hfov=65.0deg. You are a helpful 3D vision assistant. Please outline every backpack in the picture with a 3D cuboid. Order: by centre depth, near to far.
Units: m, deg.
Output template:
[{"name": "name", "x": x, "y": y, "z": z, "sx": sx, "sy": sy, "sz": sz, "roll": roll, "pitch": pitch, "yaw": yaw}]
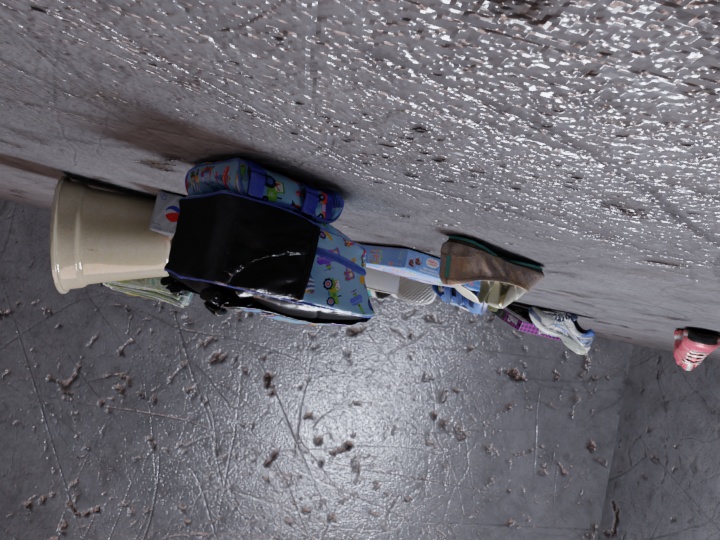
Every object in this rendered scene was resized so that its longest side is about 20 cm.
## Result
[{"name": "backpack", "x": -0.077, "y": -0.017, "z": 0.571, "sx": 0.198, "sy": 0.137, "sz": 0.182, "roll": 15, "pitch": 176, "yaw": -32}]

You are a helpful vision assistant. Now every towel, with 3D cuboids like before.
[{"name": "towel", "x": -0.392, "y": -0.035, "z": 1.119, "sx": 0.168, "sy": 0.203, "sz": 0.048, "roll": 14, "pitch": 150, "yaw": -3}]

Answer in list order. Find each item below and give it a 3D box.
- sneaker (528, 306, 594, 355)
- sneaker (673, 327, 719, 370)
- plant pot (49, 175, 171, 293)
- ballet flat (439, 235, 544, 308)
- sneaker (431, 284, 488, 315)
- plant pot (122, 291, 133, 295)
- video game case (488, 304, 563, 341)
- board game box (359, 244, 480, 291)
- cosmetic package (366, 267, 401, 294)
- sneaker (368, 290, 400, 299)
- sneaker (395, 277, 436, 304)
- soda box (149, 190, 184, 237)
[{"name": "sneaker", "x": 0.584, "y": 0.151, "z": 1.632, "sx": 0.199, "sy": 0.086, "sz": 0.077, "roll": 33, "pitch": -151, "yaw": 18}, {"name": "sneaker", "x": 0.726, "y": 0.175, "z": 1.222, "sx": 0.073, "sy": 0.088, "sz": 0.200, "roll": 10, "pitch": 176, "yaw": 21}, {"name": "plant pot", "x": -0.431, "y": -0.058, "z": 1.007, "sx": 0.180, "sy": 0.204, "sz": 0.200, "roll": 2, "pitch": 180, "yaw": -17}, {"name": "ballet flat", "x": 0.164, "y": 0.010, "z": 0.716, "sx": 0.198, "sy": 0.068, "sz": 0.068, "roll": 15, "pitch": 177, "yaw": -40}, {"name": "sneaker", "x": 0.198, "y": 0.041, "z": 1.106, "sx": 0.081, "sy": 0.075, "sz": 0.200, "roll": 15, "pitch": 176, "yaw": -9}, {"name": "plant pot", "x": -0.518, "y": -0.058, "z": 1.340, "sx": 0.198, "sy": 0.204, "sz": 0.189, "roll": 13, "pitch": 161, "yaw": -18}, {"name": "video game case", "x": 0.512, "y": 0.152, "z": 1.753, "sx": 0.197, "sy": 0.036, "sz": 0.181, "roll": 15, "pitch": -166, "yaw": -27}, {"name": "board game box", "x": 0.101, "y": -0.004, "z": 1.006, "sx": 0.198, "sy": 0.037, "sz": 0.150, "roll": 14, "pitch": 176, "yaw": -39}, {"name": "cosmetic package", "x": 0.000, "y": 0.000, "z": 1.179, "sx": 0.104, "sy": 0.072, "sz": 0.200, "roll": 14, "pitch": 177, "yaw": -20}, {"name": "sneaker", "x": 0.044, "y": 0.030, "z": 1.477, "sx": 0.119, "sy": 0.085, "sz": 0.199, "roll": 18, "pitch": -172, "yaw": 31}, {"name": "sneaker", "x": 0.106, "y": 0.024, "z": 1.296, "sx": 0.199, "sy": 0.074, "sz": 0.114, "roll": 24, "pitch": -172, "yaw": 35}, {"name": "soda box", "x": -0.291, "y": -0.081, "z": 0.968, "sx": 0.067, "sy": 0.065, "sz": 0.200, "roll": 13, "pitch": 177, "yaw": -1}]
